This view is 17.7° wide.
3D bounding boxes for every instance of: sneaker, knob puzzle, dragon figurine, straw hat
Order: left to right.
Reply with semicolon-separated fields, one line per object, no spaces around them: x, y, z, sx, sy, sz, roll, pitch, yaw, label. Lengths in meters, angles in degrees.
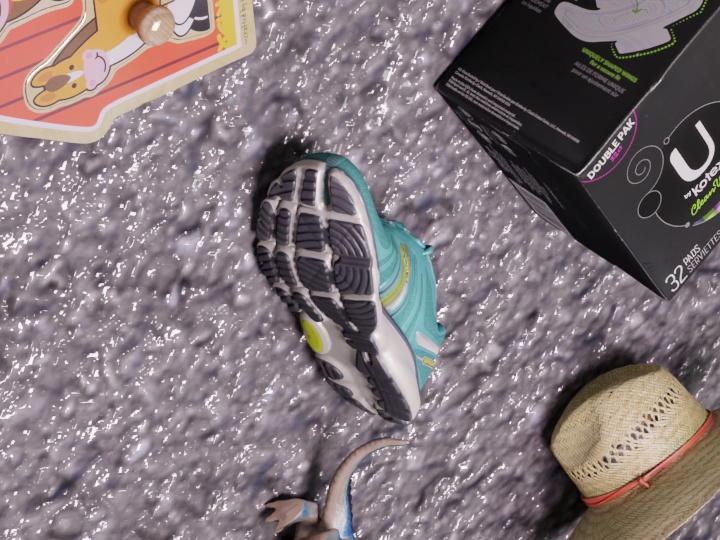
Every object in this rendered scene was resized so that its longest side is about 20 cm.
-0.133;-0.141;1.076;0.220;0.030;0.220;-24;131;-31;knob puzzle
-0.017;0.179;1.377;0.099;0.059;0.200;20;102;-48;dragon figurine
0.000;0.000;1.281;0.080;0.077;0.200;-57;148;-28;sneaker
0.175;0.107;1.486;0.201;0.201;0.085;-42;96;-14;straw hat

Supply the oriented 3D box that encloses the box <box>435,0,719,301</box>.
0.173;-0.116;1.311;0.200;0.124;0.149;-49;139;-5;box
